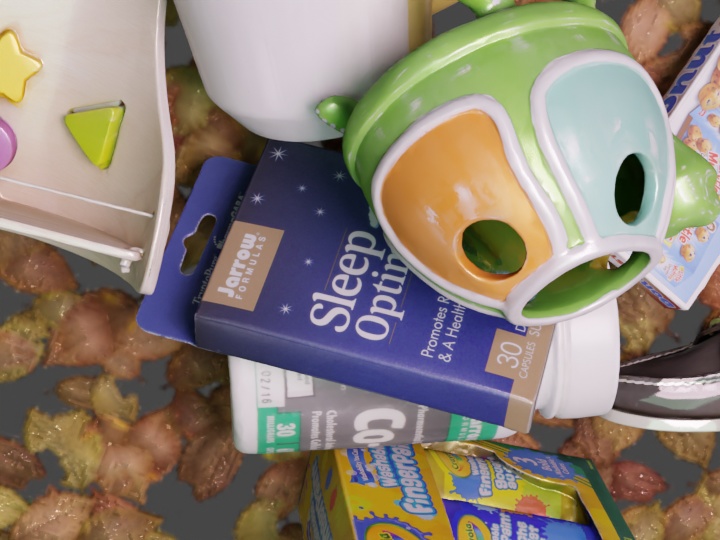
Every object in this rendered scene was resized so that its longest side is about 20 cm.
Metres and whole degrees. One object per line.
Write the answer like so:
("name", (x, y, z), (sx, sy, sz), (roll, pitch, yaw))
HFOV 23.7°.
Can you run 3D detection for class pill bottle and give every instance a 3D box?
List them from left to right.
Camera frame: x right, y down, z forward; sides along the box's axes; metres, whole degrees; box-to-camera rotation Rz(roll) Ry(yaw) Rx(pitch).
("pill bottle", (0.029, 0.035, 0.908), (0.199, 0.113, 0.113), (-3, 111, -4))

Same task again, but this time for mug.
("mug", (-0.010, -0.150, 0.824), (0.186, 0.150, 0.153), (-7, 119, 3))

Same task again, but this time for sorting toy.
("sorting toy", (-0.177, -0.104, 0.847), (0.200, 0.107, 0.180), (15, 99, -8))

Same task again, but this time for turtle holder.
("turtle holder", (0.080, -0.043, 0.792), (0.141, 0.185, 0.132), (-32, 68, 12))

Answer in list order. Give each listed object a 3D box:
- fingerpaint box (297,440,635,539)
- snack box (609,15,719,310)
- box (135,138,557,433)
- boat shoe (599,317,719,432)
("fingerpaint box", (0.061, 0.156, 0.910), (0.166, 0.200, 0.074), (12, 108, -10))
("snack box", (0.195, -0.080, 0.895), (0.072, 0.024, 0.200), (39, 80, -19))
("box", (0.000, 0.000, 0.844), (0.200, 0.121, 0.032), (13, 144, 8))
("boat shoe", (0.227, 0.049, 0.962), (0.201, 0.072, 0.061), (-5, 107, -12))
